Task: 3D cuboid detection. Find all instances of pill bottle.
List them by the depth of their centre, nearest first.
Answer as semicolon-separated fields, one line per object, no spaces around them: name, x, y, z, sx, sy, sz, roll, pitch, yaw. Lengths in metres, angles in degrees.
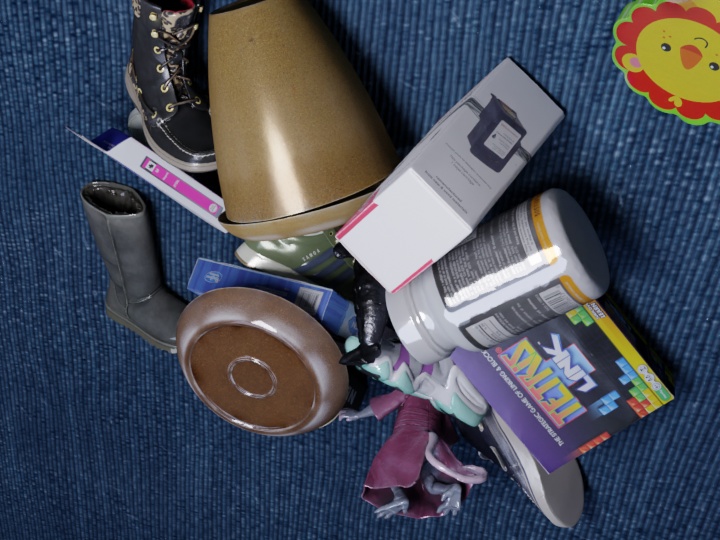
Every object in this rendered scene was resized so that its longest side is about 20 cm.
pill bottle;0.132;0.010;1.557;0.199;0.117;0.117;-26;112;23

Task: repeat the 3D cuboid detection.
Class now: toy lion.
toy lion;0.314;-0.195;1.361;0.199;0.069;0.192;21;145;19

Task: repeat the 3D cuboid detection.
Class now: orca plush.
orca plush;0.000;0.000;1.660;0.071;0.201;0.105;17;165;-8

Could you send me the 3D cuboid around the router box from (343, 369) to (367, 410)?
router box;-0.088;0.115;1.884;0.149;0.051;0.200;17;168;19

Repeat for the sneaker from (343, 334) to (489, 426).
sneaker;0.080;0.071;1.732;0.200;0.140;0.078;29;175;-37

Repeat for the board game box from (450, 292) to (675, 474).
board game box;0.203;0.091;1.665;0.165;0.057;0.200;-36;104;21

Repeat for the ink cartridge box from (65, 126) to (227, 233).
ink cartridge box;-0.232;-0.112;1.788;0.200;0.037;0.095;32;179;-24

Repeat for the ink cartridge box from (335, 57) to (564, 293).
ink cartridge box;0.087;-0.091;1.516;0.084;0.200;0.145;45;140;-4

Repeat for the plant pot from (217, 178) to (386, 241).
plant pot;-0.047;-0.067;1.640;0.199;0.200;0.028;-4;108;39

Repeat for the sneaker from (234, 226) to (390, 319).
sneaker;-0.032;-0.019;1.775;0.199;0.067;0.090;21;105;-9

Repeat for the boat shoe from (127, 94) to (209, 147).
boat shoe;-0.188;-0.153;1.764;0.199;0.068;0.075;3;132;37

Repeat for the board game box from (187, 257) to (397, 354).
board game box;-0.061;0.056;1.799;0.199;0.044;0.199;13;167;38

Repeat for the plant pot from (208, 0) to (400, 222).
plant pot;-0.075;-0.175;1.597;0.186;0.186;0.201;-4;110;39

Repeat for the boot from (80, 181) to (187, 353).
boot;-0.260;-0.004;1.974;0.181;0.073;0.201;19;130;19

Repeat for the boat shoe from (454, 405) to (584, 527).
boat shoe;0.181;0.209;1.843;0.093;0.075;0.201;-7;116;49

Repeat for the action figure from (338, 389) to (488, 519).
action figure;0.059;0.180;1.806;0.133;0.201;0.149;18;138;-17

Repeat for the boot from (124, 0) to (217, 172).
boot;-0.193;-0.211;1.664;0.151;0.073;0.200;99;151;-42

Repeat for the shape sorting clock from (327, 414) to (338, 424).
shape sorting clock;-0.110;0.108;1.749;0.199;0.039;0.200;19;142;16

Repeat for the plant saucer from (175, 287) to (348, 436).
plant saucer;-0.111;0.107;1.701;0.199;0.032;0.201;11;129;14
